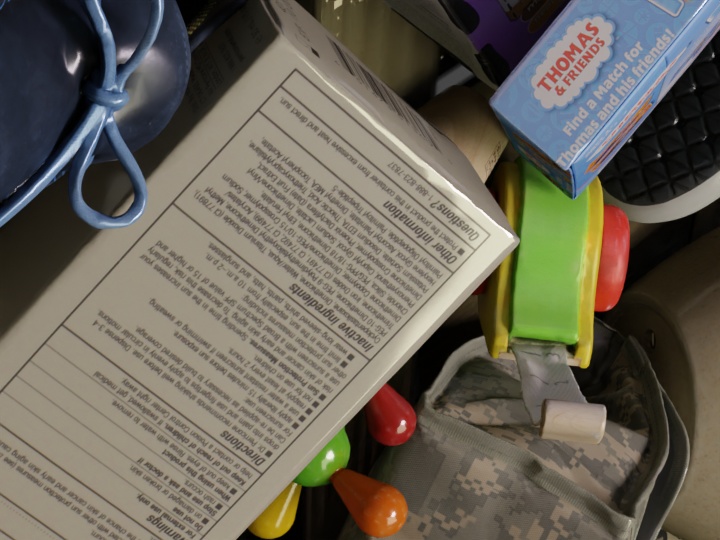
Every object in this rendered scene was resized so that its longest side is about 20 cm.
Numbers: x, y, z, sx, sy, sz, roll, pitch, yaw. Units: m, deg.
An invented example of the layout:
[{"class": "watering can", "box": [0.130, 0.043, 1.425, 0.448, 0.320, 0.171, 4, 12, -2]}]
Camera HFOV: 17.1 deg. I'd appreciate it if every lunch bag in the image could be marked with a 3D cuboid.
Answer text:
[{"class": "lunch bag", "box": [0.059, 0.115, 1.019, 0.165, 0.117, 0.200, -64, 173, 21]}]

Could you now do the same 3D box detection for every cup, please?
[{"class": "cup", "box": [0.190, 0.057, 1.105, 0.142, 0.201, 0.201, -2, 130, -24]}]

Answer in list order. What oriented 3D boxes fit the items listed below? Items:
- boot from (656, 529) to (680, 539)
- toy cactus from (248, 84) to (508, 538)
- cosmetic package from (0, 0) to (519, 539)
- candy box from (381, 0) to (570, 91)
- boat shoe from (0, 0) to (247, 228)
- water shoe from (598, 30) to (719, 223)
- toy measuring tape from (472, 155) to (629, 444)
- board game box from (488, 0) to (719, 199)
[{"class": "boot", "box": [0.112, 0.162, 1.212, 0.203, 0.073, 0.154, 17, 112, -54]}, {"class": "toy cactus", "box": [0.000, 0.000, 0.846, 0.165, 0.102, 0.200, -49, 145, -25]}, {"class": "cosmetic package", "box": [-0.061, 0.020, 0.712, 0.200, 0.071, 0.105, -45, 116, 10]}, {"class": "candy box", "box": [0.047, -0.171, 0.713, 0.168, 0.071, 0.200, -49, 153, -2]}, {"class": "boat shoe", "box": [-0.071, -0.063, 0.590, 0.200, 0.068, 0.085, -64, 169, -54]}, {"class": "water shoe", "box": [0.175, -0.097, 0.992, 0.200, 0.071, 0.079, -53, 154, 5]}, {"class": "toy measuring tape", "box": [0.071, 0.001, 0.892, 0.074, 0.073, 0.200, -57, -170, 12]}, {"class": "board game box", "box": [0.106, -0.095, 0.794, 0.151, 0.037, 0.200, -50, 176, 3]}]
